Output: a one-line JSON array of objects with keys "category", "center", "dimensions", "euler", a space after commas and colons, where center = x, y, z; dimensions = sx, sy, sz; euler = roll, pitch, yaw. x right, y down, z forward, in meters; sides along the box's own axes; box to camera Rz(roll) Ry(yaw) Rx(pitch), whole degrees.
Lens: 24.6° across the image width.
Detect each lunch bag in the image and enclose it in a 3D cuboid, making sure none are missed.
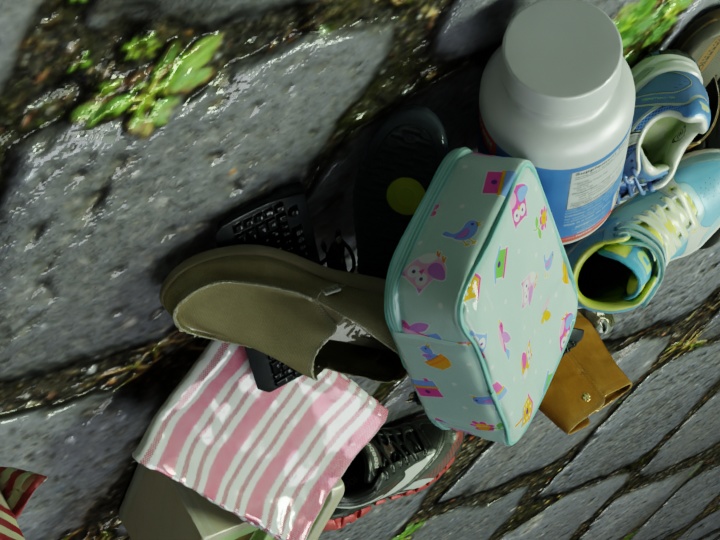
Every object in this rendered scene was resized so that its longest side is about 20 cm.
[{"category": "lunch bag", "center": [0.090, 0.019, 1.179], "dimensions": [0.161, 0.077, 0.200], "euler": [-65, 151, -29]}]

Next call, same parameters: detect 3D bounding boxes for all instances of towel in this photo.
[{"category": "towel", "center": [-0.075, 0.130, 1.330], "dimensions": [0.200, 0.030, 0.147], "euler": [38, 84, -42]}]

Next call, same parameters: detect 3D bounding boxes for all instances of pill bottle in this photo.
[{"category": "pill bottle", "center": [0.140, -0.108, 1.196], "dimensions": [0.112, 0.112, 0.200], "euler": [-30, 156, -10]}]

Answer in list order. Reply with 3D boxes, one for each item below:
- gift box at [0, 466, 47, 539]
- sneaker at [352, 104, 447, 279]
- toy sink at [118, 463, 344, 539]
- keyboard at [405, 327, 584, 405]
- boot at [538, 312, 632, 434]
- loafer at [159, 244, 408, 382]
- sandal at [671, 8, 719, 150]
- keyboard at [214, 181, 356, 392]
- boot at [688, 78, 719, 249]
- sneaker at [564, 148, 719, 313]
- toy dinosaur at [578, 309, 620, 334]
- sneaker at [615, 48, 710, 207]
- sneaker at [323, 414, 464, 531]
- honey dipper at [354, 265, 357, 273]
[{"category": "gift box", "center": [-0.304, 0.208, 1.117], "dimensions": [0.199, 0.185, 0.187], "euler": [-27, 155, -1]}, {"category": "sneaker", "center": [0.033, -0.041, 1.228], "dimensions": [0.079, 0.066, 0.201], "euler": [-63, 161, -56]}, {"category": "toy sink", "center": [-0.093, 0.196, 1.466], "dimensions": [0.199, 0.112, 0.131], "euler": [-18, 152, -34]}, {"category": "keyboard", "center": [0.115, 0.086, 1.456], "dimensions": [0.127, 0.021, 0.200], "euler": [-38, 157, 23]}, {"category": "boot", "center": [0.154, 0.099, 1.573], "dimensions": [0.200, 0.144, 0.071], "euler": [-22, 154, -26]}, {"category": "loafer", "center": [-0.043, 0.034, 1.171], "dimensions": [0.199, 0.068, 0.076], "euler": [7, 135, -13]}, {"category": "sandal", "center": [0.278, -0.139, 1.395], "dimensions": [0.081, 0.055, 0.200], "euler": [-17, 151, -35]}, {"category": "keyboard", "center": [-0.043, 0.017, 1.226], "dimensions": [0.104, 0.040, 0.201], "euler": [-32, 144, -16]}, {"category": "boot", "center": [0.349, -0.129, 1.502], "dimensions": [0.154, 0.073, 0.205], "euler": [-31, 144, -62]}, {"category": "sneaker", "center": [0.247, -0.027, 1.361], "dimensions": [0.200, 0.080, 0.131], "euler": [-37, -172, 1]}, {"category": "toy dinosaur", "center": [0.173, -0.027, 1.467], "dimensions": [0.102, 0.077, 0.201], "euler": [-31, 126, -19]}, {"category": "sneaker", "center": [0.203, -0.088, 1.336], "dimensions": [0.075, 0.077, 0.200], "euler": [23, 121, -31]}, {"category": "sneaker", "center": [0.025, 0.194, 1.675], "dimensions": [0.200, 0.071, 0.098], "euler": [-24, 157, -20]}, {"category": "honey dipper", "center": [0.000, 0.000, 1.320], "dimensions": [0.200, 0.038, 0.038], "euler": [-42, 156, 25]}]
